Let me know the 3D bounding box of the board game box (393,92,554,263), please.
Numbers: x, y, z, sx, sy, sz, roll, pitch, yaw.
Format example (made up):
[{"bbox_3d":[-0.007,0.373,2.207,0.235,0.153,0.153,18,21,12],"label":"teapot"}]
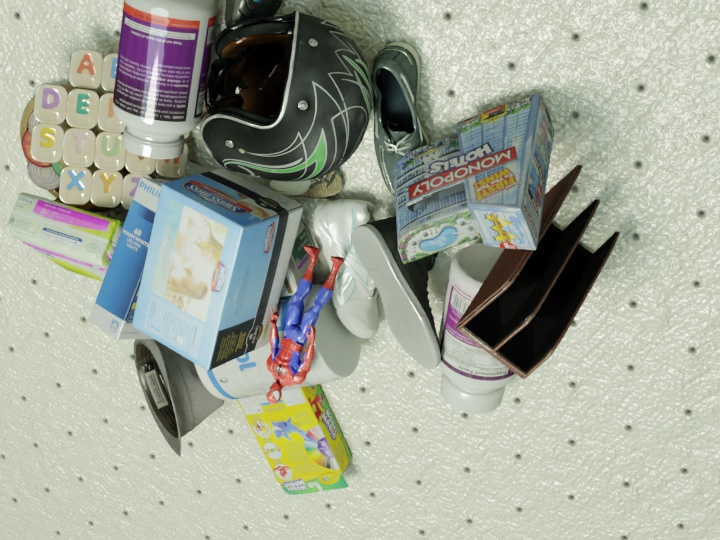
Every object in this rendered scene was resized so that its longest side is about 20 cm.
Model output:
[{"bbox_3d":[0.127,-0.090,1.357,0.199,0.201,0.062,-19,126,14],"label":"board game box"}]

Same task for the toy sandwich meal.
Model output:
[{"bbox_3d":[-0.382,-0.154,1.641,0.203,0.070,0.207,10,122,17],"label":"toy sandwich meal"}]

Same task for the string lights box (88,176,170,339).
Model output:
[{"bbox_3d":[-0.266,-0.014,1.570,0.059,0.103,0.201,28,102,27],"label":"string lights box"}]

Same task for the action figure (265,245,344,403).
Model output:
[{"bbox_3d":[-0.079,0.072,1.525,0.065,0.052,0.202,20,96,20],"label":"action figure"}]

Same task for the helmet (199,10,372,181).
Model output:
[{"bbox_3d":[-0.078,-0.199,1.414,0.189,0.200,0.201,-6,116,19],"label":"helmet"}]

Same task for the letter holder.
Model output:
[{"bbox_3d":[0.217,-0.003,1.378,0.100,0.200,0.142,36,148,-1],"label":"letter holder"}]

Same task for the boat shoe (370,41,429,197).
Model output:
[{"bbox_3d":[0.041,-0.169,1.461,0.072,0.062,0.201,7,121,19],"label":"boat shoe"}]

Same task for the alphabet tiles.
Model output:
[{"bbox_3d":[-0.317,-0.177,1.558,0.198,0.015,0.197,6,99,-15],"label":"alphabet tiles"}]

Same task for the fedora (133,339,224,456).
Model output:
[{"bbox_3d":[-0.250,0.160,1.725,0.200,0.090,0.178,32,135,58],"label":"fedora"}]

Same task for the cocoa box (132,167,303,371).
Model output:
[{"bbox_3d":[-0.177,-0.004,1.503,0.133,0.131,0.201,27,116,24],"label":"cocoa box"}]

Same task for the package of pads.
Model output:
[{"bbox_3d":[-0.360,-0.033,1.642,0.153,0.200,0.069,16,80,14],"label":"package of pads"}]

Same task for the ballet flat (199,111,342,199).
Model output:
[{"bbox_3d":[-0.119,-0.140,1.537,0.199,0.075,0.068,34,125,1],"label":"ballet flat"}]

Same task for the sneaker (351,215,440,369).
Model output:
[{"bbox_3d":[0.073,0.017,1.524,0.071,0.099,0.201,-18,99,53],"label":"sneaker"}]

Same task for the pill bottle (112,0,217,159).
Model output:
[{"bbox_3d":[-0.241,-0.244,1.487,0.112,0.112,0.202,17,113,12],"label":"pill bottle"}]

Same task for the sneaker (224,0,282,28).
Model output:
[{"bbox_3d":[-0.130,-0.368,1.424,0.082,0.073,0.201,35,127,27],"label":"sneaker"}]

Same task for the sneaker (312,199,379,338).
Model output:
[{"bbox_3d":[0.000,0.000,1.575,0.080,0.071,0.202,-7,117,18],"label":"sneaker"}]

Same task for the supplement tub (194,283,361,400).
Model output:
[{"bbox_3d":[-0.114,0.097,1.641,0.199,0.132,0.133,-14,113,28],"label":"supplement tub"}]

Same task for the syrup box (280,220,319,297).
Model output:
[{"bbox_3d":[-0.163,-0.005,1.633,0.199,0.079,0.082,-11,114,28],"label":"syrup box"}]

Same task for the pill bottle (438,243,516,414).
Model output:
[{"bbox_3d":[0.154,0.077,1.529,0.111,0.112,0.201,16,124,13],"label":"pill bottle"}]

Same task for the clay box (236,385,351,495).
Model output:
[{"bbox_3d":[-0.094,0.229,1.761,0.114,0.048,0.201,-12,115,28],"label":"clay box"}]
